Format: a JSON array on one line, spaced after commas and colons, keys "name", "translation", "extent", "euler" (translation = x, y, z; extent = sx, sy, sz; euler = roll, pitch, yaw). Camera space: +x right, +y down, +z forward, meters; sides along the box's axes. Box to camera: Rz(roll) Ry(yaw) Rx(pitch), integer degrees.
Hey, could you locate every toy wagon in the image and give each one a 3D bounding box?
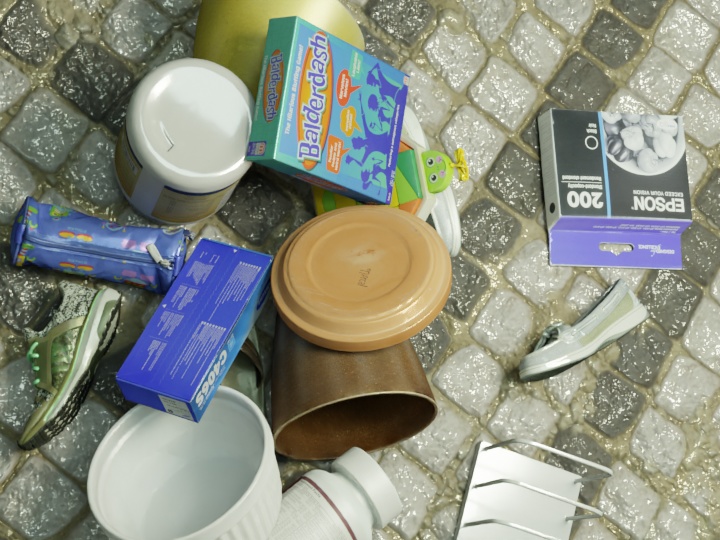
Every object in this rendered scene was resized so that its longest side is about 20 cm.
[{"name": "toy wagon", "translation": [0.032, -0.100, 1.424], "extent": [0.039, 0.198, 0.158], "euler": [5, 72, -57]}]

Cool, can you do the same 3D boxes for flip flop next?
[{"name": "flip flop", "translation": [-0.145, 0.108, 1.380], "extent": [0.080, 0.058, 0.203], "euler": [-7, 79, -18]}]

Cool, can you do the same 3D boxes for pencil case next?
[{"name": "pencil case", "translation": [-0.287, -0.026, 1.356], "extent": [0.197, 0.087, 0.079], "euler": [12, 90, -12]}]

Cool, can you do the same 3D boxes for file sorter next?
[{"name": "file sorter", "translation": [0.192, 0.308, 1.396], "extent": [0.137, 0.124, 0.203], "euler": [20, 73, -10]}]

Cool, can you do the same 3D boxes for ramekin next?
[{"name": "ramekin", "translation": [-0.175, 0.228, 1.277], "extent": [0.197, 0.106, 0.202], "euler": [-10, 44, 9]}]

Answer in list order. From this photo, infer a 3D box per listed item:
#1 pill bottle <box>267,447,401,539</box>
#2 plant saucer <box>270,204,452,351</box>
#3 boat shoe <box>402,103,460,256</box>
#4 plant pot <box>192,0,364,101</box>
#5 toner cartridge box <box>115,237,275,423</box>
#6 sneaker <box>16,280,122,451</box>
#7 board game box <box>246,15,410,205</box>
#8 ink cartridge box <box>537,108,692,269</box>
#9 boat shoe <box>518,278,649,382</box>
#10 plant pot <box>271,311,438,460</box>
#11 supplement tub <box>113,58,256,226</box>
[{"name": "pill bottle", "translation": [-0.057, 0.289, 1.335], "extent": [0.199, 0.110, 0.110], "euler": [-36, 89, -21]}, {"name": "plant saucer", "translation": [0.000, 0.000, 1.320], "extent": [0.197, 0.033, 0.202], "euler": [-4, 48, 4]}, {"name": "boat shoe", "translation": [0.063, -0.106, 1.479], "extent": [0.064, 0.074, 0.204], "euler": [-19, 79, -13]}, {"name": "plant pot", "translation": [-0.114, -0.243, 1.400], "extent": [0.198, 0.200, 0.143], "euler": [31, 74, -7]}, {"name": "toner cartridge box", "translation": [-0.173, 0.061, 1.321], "extent": [0.094, 0.043, 0.201], "euler": [15, 56, 19]}, {"name": "sneaker", "translation": [-0.333, 0.098, 1.329], "extent": [0.088, 0.077, 0.202], "euler": [22, 66, 4]}, {"name": "board game box", "translation": [-0.030, -0.168, 1.326], "extent": [0.199, 0.045, 0.155], "euler": [16, 80, -49]}, {"name": "ink cartridge box", "translation": [0.332, -0.105, 1.579], "extent": [0.195, 0.043, 0.203], "euler": [1, 78, -17]}, {"name": "boat shoe", "translation": [0.267, 0.076, 1.504], "extent": [0.200, 0.074, 0.065], "euler": [-27, 79, -24]}, {"name": "plant pot", "translation": [-0.025, 0.084, 1.372], "extent": [0.184, 0.188, 0.202], "euler": [-5, 62, -17]}, {"name": "supplement tub", "translation": [-0.196, -0.133, 1.345], "extent": [0.142, 0.200, 0.147], "euler": [4, 77, -17]}]
